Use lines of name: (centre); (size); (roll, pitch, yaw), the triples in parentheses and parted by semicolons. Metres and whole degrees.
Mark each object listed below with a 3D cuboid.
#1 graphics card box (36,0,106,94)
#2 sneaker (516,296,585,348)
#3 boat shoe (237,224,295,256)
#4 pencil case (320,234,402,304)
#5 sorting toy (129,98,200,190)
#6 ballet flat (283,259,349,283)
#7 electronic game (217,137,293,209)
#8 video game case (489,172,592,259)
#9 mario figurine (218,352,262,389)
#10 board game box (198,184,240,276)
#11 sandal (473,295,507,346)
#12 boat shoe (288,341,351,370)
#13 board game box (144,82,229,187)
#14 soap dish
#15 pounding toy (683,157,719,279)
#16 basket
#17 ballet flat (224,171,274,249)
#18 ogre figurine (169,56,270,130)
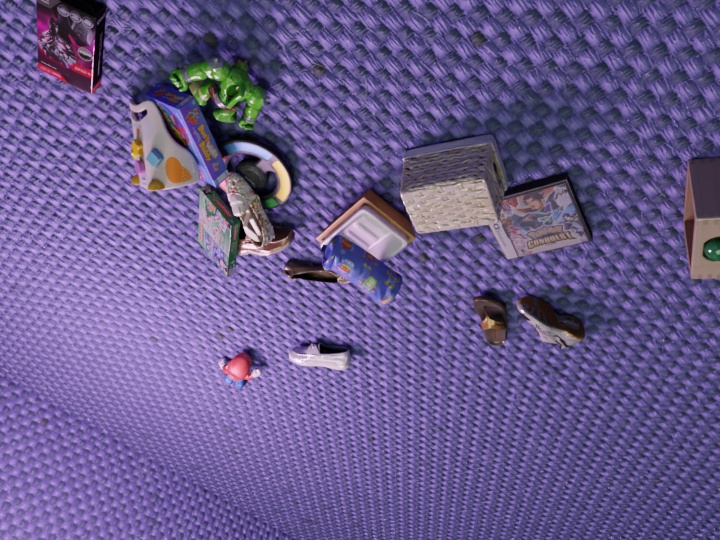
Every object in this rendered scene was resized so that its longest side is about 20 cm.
graphics card box: (-0.586, -0.468, 1.349); (0.123, 0.052, 0.201); (25, 139, -8)
sneaker: (0.455, 0.138, 1.644); (0.197, 0.077, 0.088); (29, 139, -12)
boat shoe: (-0.256, -0.084, 1.652); (0.195, 0.077, 0.073); (-6, 134, 23)
pencil case: (0.000, 0.000, 1.518); (0.197, 0.078, 0.088); (32, 109, -17)
sorting toy: (-0.454, -0.279, 1.447); (0.198, 0.105, 0.185); (19, 125, 48)
ballet flat: (-0.108, 0.012, 1.727); (0.194, 0.047, 0.068); (8, 141, 11)
electronic game: (-0.247, -0.218, 1.518); (0.194, 0.042, 0.203); (10, 140, 8)
video game case: (0.374, -0.110, 1.429); (0.196, 0.026, 0.182); (-13, 131, 31)
mario figurine: (-0.392, 0.317, 2.179); (0.120, 0.108, 0.201); (-12, 160, -23)
board game box: (-0.353, -0.096, 1.653); (0.135, 0.029, 0.202); (48, 146, 21)
sandal: (0.334, 0.138, 1.704); (0.079, 0.055, 0.203); (1, 138, 19)
boat shoe: (-0.122, 0.247, 1.991); (0.195, 0.072, 0.070); (10, 120, 20)
board game box: (-0.370, -0.289, 1.433); (0.133, 0.045, 0.203); (28, 150, 36)
soap dish: (0.013, -0.086, 1.543); (0.156, 0.083, 0.199); (35, 138, -20)
pounding toy: (0.680, -0.071, 1.223); (0.138, 0.203, 0.186); (-2, 138, 21)
basket: (0.188, -0.170, 1.351); (0.195, 0.125, 0.137); (-7, 136, 25)
ballet flat: (-0.258, -0.132, 1.536); (0.074, 0.065, 0.202); (-4, 133, 31)
ogre figurine: (-0.263, -0.354, 1.324); (0.118, 0.100, 0.200); (-17, 128, 38)
